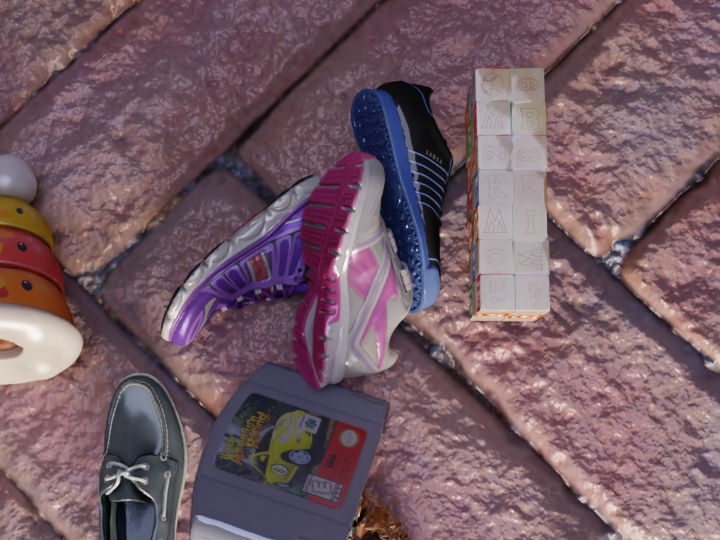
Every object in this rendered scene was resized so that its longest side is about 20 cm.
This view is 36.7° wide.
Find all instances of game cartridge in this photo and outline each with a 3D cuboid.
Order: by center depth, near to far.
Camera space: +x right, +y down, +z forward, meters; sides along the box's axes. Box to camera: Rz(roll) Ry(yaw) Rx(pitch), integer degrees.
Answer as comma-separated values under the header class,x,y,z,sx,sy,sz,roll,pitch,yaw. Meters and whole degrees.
class,x,y,z,sx,sy,sz,roll,pitch,yaw
game cartridge,-0.059,0.154,0.873,0.132,0.201,0.041,14,124,6

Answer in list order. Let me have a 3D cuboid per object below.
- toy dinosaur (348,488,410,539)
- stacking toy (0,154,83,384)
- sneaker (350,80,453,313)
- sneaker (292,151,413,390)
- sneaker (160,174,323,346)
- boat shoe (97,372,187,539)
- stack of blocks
class,x,y,z,sx,sy,sz,roll,pitch,yaw
toy dinosaur,-0.035,0.205,0.895,0.198,0.103,0.136,8,44,29
stacking toy,-0.315,-0.013,0.940,0.145,0.146,0.202,-7,64,0
sneaker,0.051,-0.067,0.957,0.077,0.070,0.202,-15,98,-37
sneaker,0.000,0.000,0.919,0.087,0.081,0.202,0,107,-28
sneaker,-0.089,0.003,0.946,0.200,0.081,0.084,-39,93,-3
boat shoe,-0.188,0.186,0.922,0.072,0.062,0.202,-1,81,1
stack of blocks,0.123,-0.059,0.930,0.058,0.115,0.202,0,82,1
